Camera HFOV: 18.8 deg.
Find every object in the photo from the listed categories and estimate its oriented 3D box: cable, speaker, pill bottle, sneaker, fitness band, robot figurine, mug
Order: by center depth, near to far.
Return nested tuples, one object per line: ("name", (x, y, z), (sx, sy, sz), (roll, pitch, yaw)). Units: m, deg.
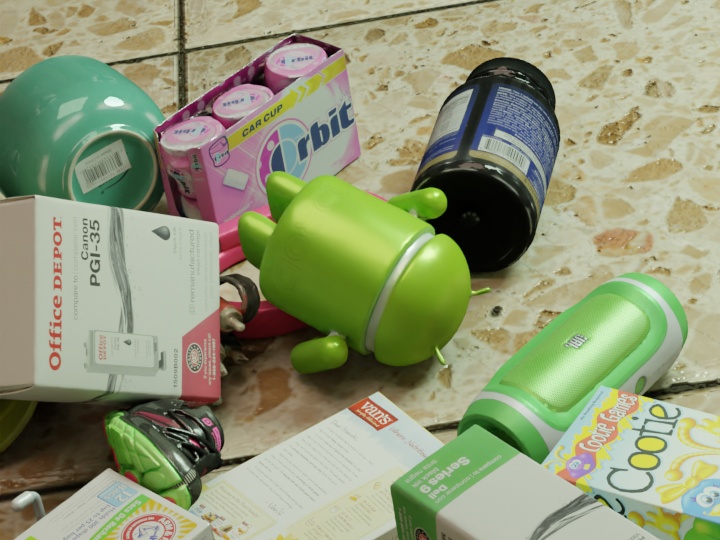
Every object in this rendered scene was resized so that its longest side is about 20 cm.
("sneaker", (-0.140, 0.128, 1.601), (0.083, 0.077, 0.200), (-20, 13, -8))
("speaker", (0.161, 0.083, 1.630), (0.088, 0.089, 0.200), (20, 45, 36))
("robot figurine", (0.000, 0.000, 1.736), (0.199, 0.116, 0.176), (28, 67, 15))
("cable", (-0.149, 0.025, 1.789), (0.050, 0.098, 0.200), (6, 21, -44))
("fitness band", (-0.055, -0.008, 1.856), (0.199, 0.038, 0.144), (-23, 37, -16))
("pill bottle", (0.112, -0.097, 1.874), (0.111, 0.112, 0.200), (1, 36, 16))
("mug", (-0.248, -0.087, 1.932), (0.152, 0.186, 0.114), (13, 13, -37))

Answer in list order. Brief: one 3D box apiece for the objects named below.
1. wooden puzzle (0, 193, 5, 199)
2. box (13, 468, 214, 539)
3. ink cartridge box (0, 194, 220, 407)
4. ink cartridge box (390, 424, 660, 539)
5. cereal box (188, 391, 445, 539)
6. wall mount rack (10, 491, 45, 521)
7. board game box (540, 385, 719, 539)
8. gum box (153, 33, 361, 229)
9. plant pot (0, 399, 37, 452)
("wooden puzzle", (-0.268, -0.013, 1.789), (0.037, 0.200, 0.185), (-45, 42, -5))
("box", (-0.196, 0.243, 1.476), (0.112, 0.102, 0.200), (22, 46, 38))
("ink cartridge box", (-0.203, 0.028, 1.660), (0.082, 0.147, 0.200), (-6, -9, 39))
("ink cartridge box", (0.120, 0.213, 1.400), (0.084, 0.147, 0.200), (-30, 39, -28))
("cereal box", (-0.027, 0.174, 1.586), (0.199, 0.040, 0.144), (-26, 36, -22))
("wall mount rack", (-0.327, 0.212, 1.578), (0.199, 0.075, 0.174), (15, 42, 32))
("board game box", (0.233, 0.168, 1.473), (0.199, 0.103, 0.105), (13, 41, 30))
("gum box", (-0.094, -0.112, 1.945), (0.066, 0.114, 0.200), (21, 46, 37))
("plant pot", (-0.355, 0.038, 1.755), (0.199, 0.201, 0.193), (-13, 22, -4))
